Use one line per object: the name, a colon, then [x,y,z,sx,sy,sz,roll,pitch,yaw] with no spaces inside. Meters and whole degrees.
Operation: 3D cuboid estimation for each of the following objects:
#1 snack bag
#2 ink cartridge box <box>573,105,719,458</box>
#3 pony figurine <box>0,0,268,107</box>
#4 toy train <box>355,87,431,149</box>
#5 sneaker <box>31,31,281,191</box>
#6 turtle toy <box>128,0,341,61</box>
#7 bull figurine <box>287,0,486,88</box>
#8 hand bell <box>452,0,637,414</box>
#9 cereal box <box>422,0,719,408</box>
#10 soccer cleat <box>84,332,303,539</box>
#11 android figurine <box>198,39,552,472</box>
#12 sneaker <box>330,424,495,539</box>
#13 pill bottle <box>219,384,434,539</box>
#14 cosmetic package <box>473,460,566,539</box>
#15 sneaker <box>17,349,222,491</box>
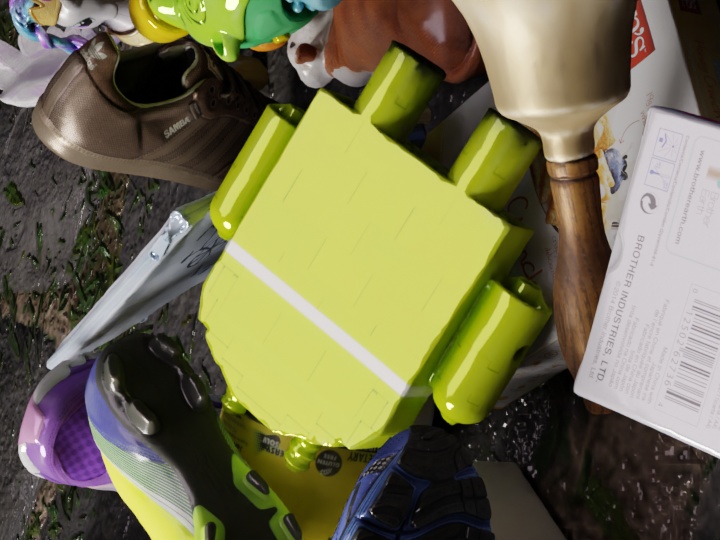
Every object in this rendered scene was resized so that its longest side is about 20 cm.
snack bag: [-0.085,-0.024,0.885,0.021,0.200,0.188,52,135,3]
ink cartridge box: [0.178,0.022,0.551,0.199,0.042,0.120,24,104,43]
pony figurine: [-0.151,-0.172,0.990,0.193,0.198,0.168,29,108,56]
toy train: [0.000,-0.036,0.825,0.200,0.034,0.046,114,146,-59]
sneaker: [-0.095,-0.096,0.897,0.076,0.199,0.071,-49,62,31]
turtle toy: [-0.044,-0.202,0.813,0.145,0.100,0.202,-18,57,62]
bull figurine: [0.024,-0.154,0.837,0.200,0.065,0.123,20,99,58]
hand bell: [0.087,-0.036,0.629,0.104,0.103,0.202,16,119,57]
cereal box: [0.099,-0.038,0.716,0.200,0.039,0.145,-40,52,47]
soccer cleat: [-0.078,0.124,0.755,0.201,0.064,0.084,60,152,20]
android figurine: [0.000,0.000,0.721,0.182,0.041,0.201,36,104,25]
sneaker: [-0.007,0.153,0.649,0.078,0.075,0.202,43,117,55]
pill bottle: [-0.034,0.149,0.817,0.112,0.112,0.202,26,105,56]
cosmetic package: [0.062,0.188,0.681,0.200,0.087,0.104,56,130,47]
sneaker: [-0.108,0.105,0.889,0.088,0.199,0.081,25,92,39]
